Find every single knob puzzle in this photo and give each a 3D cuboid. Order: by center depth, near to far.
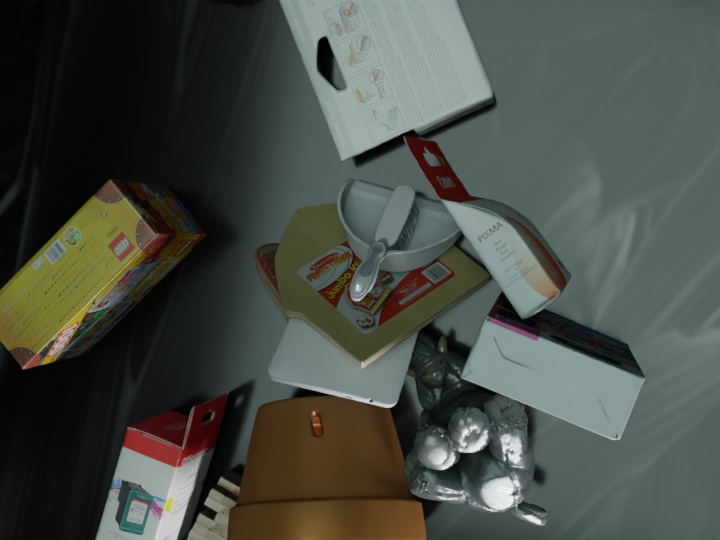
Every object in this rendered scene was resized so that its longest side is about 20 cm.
[{"bbox_3d":[0.000,0.000,1.023,0.216,0.221,0.031,12,137,10],"label":"knob puzzle"}]

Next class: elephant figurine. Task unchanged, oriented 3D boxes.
[{"bbox_3d":[0.103,0.136,1.017,0.139,0.201,0.158,-2,118,-5],"label":"elephant figurine"}]

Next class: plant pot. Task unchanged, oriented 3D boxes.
[{"bbox_3d":[-0.034,0.206,1.011,0.196,0.200,0.143,-4,74,10],"label":"plant pot"}]

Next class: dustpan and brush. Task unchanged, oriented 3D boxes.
[{"bbox_3d":[0.026,-0.029,0.987,0.137,0.058,0.202,15,50,11],"label":"dustpan and brush"}]

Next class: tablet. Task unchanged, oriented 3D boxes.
[{"bbox_3d":[-0.003,0.045,1.010,0.128,0.202,0.014,12,137,10],"label":"tablet"}]

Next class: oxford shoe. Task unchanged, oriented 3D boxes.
[{"bbox_3d":[-0.053,0.058,1.063,0.201,0.070,0.074,51,138,21],"label":"oxford shoe"}]

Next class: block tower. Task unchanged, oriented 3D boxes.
[{"bbox_3d":[-0.171,0.322,1.098,0.057,0.054,0.202,26,95,10],"label":"block tower"}]

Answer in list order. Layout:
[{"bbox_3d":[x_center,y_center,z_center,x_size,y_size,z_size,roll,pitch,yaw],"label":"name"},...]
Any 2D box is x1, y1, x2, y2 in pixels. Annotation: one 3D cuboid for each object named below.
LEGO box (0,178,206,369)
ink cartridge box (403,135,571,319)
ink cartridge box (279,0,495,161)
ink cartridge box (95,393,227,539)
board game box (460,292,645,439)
[{"bbox_3d":[-0.277,0.002,1.062,0.200,0.149,0.077,-43,84,9],"label":"LEGO box"},{"bbox_3d":[0.128,-0.056,0.978,0.050,0.162,0.202,-33,86,16],"label":"ink cartridge box"},{"bbox_3d":[0.026,-0.236,1.054,0.171,0.044,0.203,-22,87,11],"label":"ink cartridge box"},{"bbox_3d":[-0.212,0.223,1.072,0.066,0.116,0.203,18,94,10],"label":"ink cartridge box"},{"bbox_3d":[0.181,0.084,0.952,0.146,0.200,0.065,22,97,9],"label":"board game box"}]
